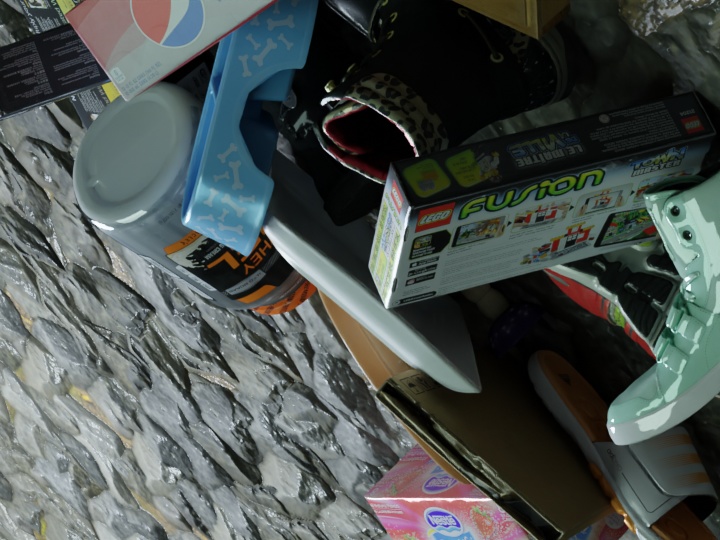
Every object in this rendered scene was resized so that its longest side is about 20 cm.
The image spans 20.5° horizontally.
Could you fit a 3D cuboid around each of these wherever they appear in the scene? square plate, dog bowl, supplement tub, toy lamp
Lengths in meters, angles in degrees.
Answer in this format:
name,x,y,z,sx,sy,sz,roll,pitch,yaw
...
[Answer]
name,x,y,z,sx,sy,sz,roll,pitch,yaw
square plate,0.000,0.000,1.418,0.198,0.028,0.200,40,-169,-12
dog bowl,-0.074,-0.111,1.299,0.049,0.202,0.112,12,-167,-10
supplement tub,-0.114,-0.048,1.516,0.122,0.123,0.200,19,169,42
toy lamp,0.047,-0.023,1.451,0.200,0.058,0.058,47,152,2

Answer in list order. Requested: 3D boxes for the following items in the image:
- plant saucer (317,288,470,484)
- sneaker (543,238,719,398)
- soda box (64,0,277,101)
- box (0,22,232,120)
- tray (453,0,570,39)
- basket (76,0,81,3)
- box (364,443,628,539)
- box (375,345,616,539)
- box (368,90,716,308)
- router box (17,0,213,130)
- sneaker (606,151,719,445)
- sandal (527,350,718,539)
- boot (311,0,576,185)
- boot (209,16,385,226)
name,x,y,z,sx,sy,sz,roll,pitch,yaw
plant saucer,0.037,0.071,1.510,0.201,0.032,0.200,52,-172,-11
sneaker,0.187,0.013,1.307,0.200,0.077,0.085,41,171,16
soda box,-0.080,-0.183,1.186,0.199,0.063,0.070,-30,102,32
box,-0.193,-0.147,1.368,0.161,0.199,0.049,-11,101,61
tray,0.033,-0.218,1.179,0.199,0.037,0.099,28,146,31
basket,-0.179,-0.281,1.312,0.200,0.149,0.143,32,156,44
box,0.108,0.189,1.586,0.199,0.095,0.103,-9,118,57
box,0.115,0.120,1.416,0.163,0.200,0.021,41,110,17
box,0.108,-0.042,1.200,0.110,0.199,0.035,102,149,-55
router box,-0.198,-0.191,1.586,0.157,0.052,0.201,11,135,49
sneaker,0.196,0.010,1.202,0.118,0.074,0.200,46,115,2
sandal,0.196,0.123,1.409,0.059,0.079,0.207,-49,65,25
boot,0.015,-0.137,1.243,0.203,0.153,0.074,32,138,28
boot,-0.025,-0.156,1.383,0.165,0.065,0.201,-45,72,38
